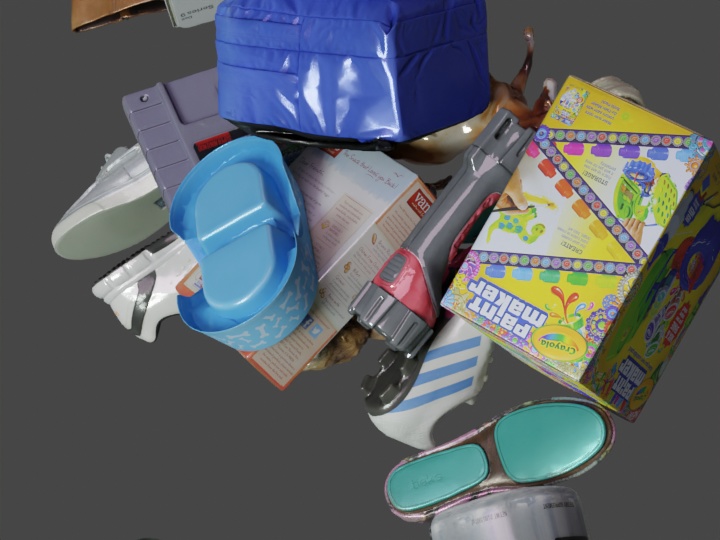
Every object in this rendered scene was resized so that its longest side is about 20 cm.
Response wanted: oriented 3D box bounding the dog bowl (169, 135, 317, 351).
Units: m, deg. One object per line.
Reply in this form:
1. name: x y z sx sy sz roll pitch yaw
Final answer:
1. dog bowl: -0.091 -0.019 1.201 0.111 0.050 0.201 -28 44 16

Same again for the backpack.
1. backpack: -0.014 -0.186 1.210 0.199 0.162 0.169 5 103 36

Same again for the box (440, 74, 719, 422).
1. box: 0.183 -0.009 1.138 0.122 0.200 0.193 29 89 25

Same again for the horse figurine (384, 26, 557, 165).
1. horse figurine: 0.080 -0.139 1.281 0.199 0.050 0.133 -17 53 20

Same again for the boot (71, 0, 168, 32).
1. boot: -0.281 -0.329 1.499 0.187 0.068 0.201 -8 78 7

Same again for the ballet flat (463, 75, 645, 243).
1. ballet flat: 0.148 -0.092 1.261 0.199 0.068 0.062 -32 37 8

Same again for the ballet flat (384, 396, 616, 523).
1. ballet flat: 0.115 0.152 1.192 0.199 0.071 0.069 -24 64 21

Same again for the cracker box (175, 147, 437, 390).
1. cracker box: -0.042 -0.016 1.242 0.200 0.058 0.134 -47 41 -4

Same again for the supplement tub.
1. supplement tub: 0.128 0.271 1.129 0.122 0.122 0.201 -18 70 17

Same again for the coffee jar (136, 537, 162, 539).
1. coffee jar: -0.104 0.286 1.240 0.199 0.085 0.105 5 78 23

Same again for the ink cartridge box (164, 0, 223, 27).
1. ink cartridge box: -0.137 -0.344 1.400 0.145 0.088 0.201 -18 72 -3

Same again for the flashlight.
1. flashlight: 0.074 -0.027 1.189 0.068 0.068 0.200 38 85 3

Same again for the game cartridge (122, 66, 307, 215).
1. game cartridge: -0.094 -0.129 1.326 0.199 0.038 0.130 -20 62 -15

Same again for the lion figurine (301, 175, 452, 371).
1. lion figurine: 0.000 0.000 1.292 0.122 0.072 0.201 8 65 34

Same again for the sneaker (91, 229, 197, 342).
1. sneaker: -0.139 -0.011 1.353 0.200 0.074 0.080 -34 95 5

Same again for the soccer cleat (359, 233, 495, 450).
1. soccer cleat: 0.082 0.057 1.240 0.200 0.086 0.070 -52 30 -9

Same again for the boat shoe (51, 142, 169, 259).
1. boat shoe: -0.202 -0.084 1.395 0.200 0.070 0.072 -32 56 7
